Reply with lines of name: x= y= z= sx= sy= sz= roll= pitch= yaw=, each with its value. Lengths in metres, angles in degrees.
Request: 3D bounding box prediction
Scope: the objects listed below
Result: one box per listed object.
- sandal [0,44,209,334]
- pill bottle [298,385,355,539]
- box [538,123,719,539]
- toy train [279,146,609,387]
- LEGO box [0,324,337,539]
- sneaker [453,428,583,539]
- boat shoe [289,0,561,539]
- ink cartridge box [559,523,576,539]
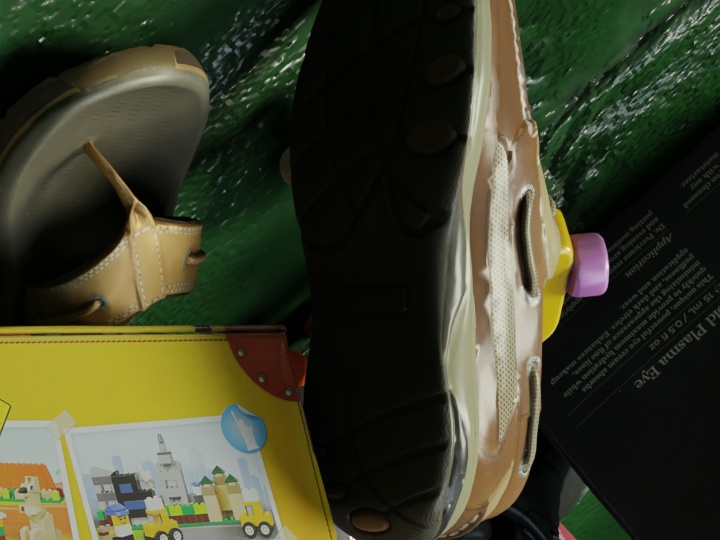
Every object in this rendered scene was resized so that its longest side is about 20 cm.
sandal: x=-0.083 y=0.003 z=0.942 sx=0.080 sy=0.054 sz=0.201 roll=-23 pitch=151 yaw=-33
pill bottle: x=-0.086 y=0.112 z=1.027 sx=0.199 sy=0.113 sz=0.113 roll=-21 pitch=151 yaw=-23
box: x=0.183 y=0.042 z=1.225 sx=0.200 sy=0.182 sz=0.104 roll=-41 pitch=136 yaw=3
toy train: x=0.000 y=0.000 z=1.074 sx=0.149 sy=0.056 sz=0.200 roll=12 pitch=137 yaw=-31
LEGO box: x=-0.104 y=0.098 z=0.888 sx=0.199 sy=0.150 sz=0.077 roll=1 pitch=155 yaw=-36
sneaker: x=0.051 y=0.104 z=1.274 sx=0.076 sy=0.091 sz=0.200 roll=-50 pitch=156 yaw=16
boat shoe: x=0.025 y=-0.013 z=0.953 sx=0.074 sy=0.075 sz=0.202 roll=3 pitch=92 yaw=-50
ink cartridge box: x=0.024 y=0.222 z=1.441 sx=0.199 sy=0.084 sz=0.145 roll=-23 pitch=151 yaw=-37
